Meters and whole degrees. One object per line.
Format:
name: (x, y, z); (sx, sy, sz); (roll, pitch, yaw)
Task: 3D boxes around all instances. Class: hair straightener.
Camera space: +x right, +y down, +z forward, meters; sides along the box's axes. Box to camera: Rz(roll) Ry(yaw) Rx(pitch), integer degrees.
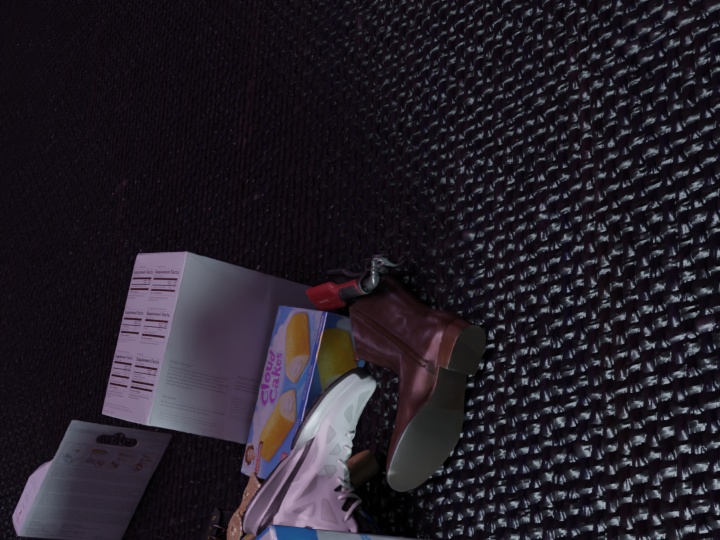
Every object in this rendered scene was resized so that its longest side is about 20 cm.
hair straightener: (0.000, 0.000, 1.367); (0.077, 0.041, 0.200); (-43, 4, -20)

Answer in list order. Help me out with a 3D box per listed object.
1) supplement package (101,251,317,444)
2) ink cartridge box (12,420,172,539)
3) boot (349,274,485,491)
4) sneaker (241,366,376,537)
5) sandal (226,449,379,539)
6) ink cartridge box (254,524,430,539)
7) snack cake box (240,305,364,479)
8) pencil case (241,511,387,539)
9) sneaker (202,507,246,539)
supplement package: (-0.179, 0.097, 1.497); (0.147, 0.190, 0.201); (0, 76, 56)
ink cartridge box: (-0.376, 0.290, 1.748); (0.057, 0.162, 0.201); (43, 113, 50)
boot: (0.033, 0.109, 1.283); (0.200, 0.064, 0.187); (26, 89, 56)
sneaker: (-0.018, 0.202, 1.230); (0.115, 0.076, 0.201); (32, 85, 18)
sandal: (-0.086, 0.234, 1.302); (0.211, 0.070, 0.078); (-33, 5, -7)
ink cartridge box: (-0.028, 0.313, 1.164); (0.145, 0.199, 0.085); (-48, 44, 36)
snack cake box: (-0.062, 0.146, 1.412); (0.115, 0.067, 0.201); (4, 80, 57)
pencil case: (-0.056, 0.300, 1.323); (0.200, 0.078, 0.087); (-28, 39, 50)
sneaker: (-0.163, 0.333, 1.431); (0.200, 0.074, 0.107); (166, 119, -81)
